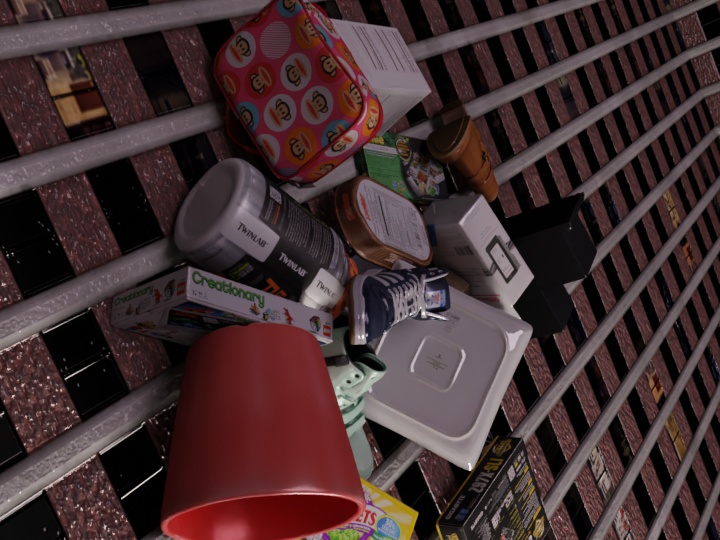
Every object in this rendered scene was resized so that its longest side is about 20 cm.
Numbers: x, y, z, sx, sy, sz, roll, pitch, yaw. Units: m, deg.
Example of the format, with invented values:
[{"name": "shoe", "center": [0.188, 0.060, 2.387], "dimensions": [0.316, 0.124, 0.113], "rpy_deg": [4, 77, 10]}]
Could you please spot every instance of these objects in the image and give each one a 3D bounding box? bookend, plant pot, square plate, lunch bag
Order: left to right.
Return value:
[{"name": "plant pot", "center": [-0.101, 0.162, 0.885], "dimensions": [0.199, 0.199, 0.180], "rpy_deg": [22, 50, -44]}, {"name": "lunch bag", "center": [-0.085, -0.205, 1.052], "dimensions": [0.202, 0.175, 0.082], "rpy_deg": [59, 19, 14]}, {"name": "square plate", "center": [0.092, 0.114, 1.106], "dimensions": [0.198, 0.028, 0.200], "rpy_deg": [26, 80, 4]}, {"name": "bookend", "center": [0.302, 0.006, 1.423], "dimensions": [0.200, 0.198, 0.092], "rpy_deg": [56, 41, -17]}]

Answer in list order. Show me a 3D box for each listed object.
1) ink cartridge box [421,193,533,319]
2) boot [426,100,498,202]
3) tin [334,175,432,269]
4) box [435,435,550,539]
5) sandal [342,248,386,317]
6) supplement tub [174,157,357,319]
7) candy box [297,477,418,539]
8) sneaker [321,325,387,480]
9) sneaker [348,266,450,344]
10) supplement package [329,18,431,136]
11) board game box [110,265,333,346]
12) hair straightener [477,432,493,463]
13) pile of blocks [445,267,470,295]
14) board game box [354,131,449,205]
[{"name": "ink cartridge box", "center": [0.178, -0.012, 1.334], "dimensions": [0.068, 0.115, 0.201], "rpy_deg": [-47, 114, -26]}, {"name": "boot", "center": [0.174, -0.172, 1.416], "dimensions": [0.156, 0.073, 0.201], "rpy_deg": [62, 25, -22]}, {"name": "tin", "center": [0.036, -0.062, 1.209], "dimensions": [0.199, 0.042, 0.114], "rpy_deg": [20, 47, -53]}, {"name": "box", "center": [0.190, 0.355, 1.237], "dimensions": [0.200, 0.049, 0.162], "rpy_deg": [-41, 119, -46]}, {"name": "sandal", "center": [0.000, 0.000, 1.185], "dimensions": [0.077, 0.042, 0.201], "rpy_deg": [55, 30, -20]}, {"name": "supplement tub", "center": [-0.101, -0.024, 1.000], "dimensions": [0.199, 0.121, 0.124], "rpy_deg": [37, 50, -35]}, {"name": "candy box", "center": [-0.014, 0.295, 1.039], "dimensions": [0.199, 0.026, 0.104], "rpy_deg": [39, 62, -36]}, {"name": "sneaker", "center": [-0.010, 0.160, 1.041], "dimensions": [0.074, 0.117, 0.203], "rpy_deg": [-41, 109, -51]}, {"name": "sneaker", "center": [0.047, 0.037, 1.011], "dimensions": [0.200, 0.106, 0.071], "rpy_deg": [-52, 142, -76]}, {"name": "supplement package", "center": [-0.017, -0.255, 1.189], "dimensions": [0.199, 0.113, 0.111], "rpy_deg": [-12, 71, -53]}, {"name": "board game box", "center": [-0.139, 0.052, 0.918], "dimensions": [0.199, 0.125, 0.035], "rpy_deg": [22, 59, -45]}, {"name": "hair straightener", "center": [0.156, 0.234, 1.265], "dimensions": [0.199, 0.041, 0.078], "rpy_deg": [38, 66, -36]}, {"name": "pile of blocks", "center": [0.091, 0.041, 1.276], "dimensions": [0.062, 0.083, 0.199], "rpy_deg": [35, 18, 23]}, {"name": "board game box", "center": [0.063, -0.153, 1.334], "dimensions": [0.198, 0.023, 0.107], "rpy_deg": [2, 75, -51]}]
